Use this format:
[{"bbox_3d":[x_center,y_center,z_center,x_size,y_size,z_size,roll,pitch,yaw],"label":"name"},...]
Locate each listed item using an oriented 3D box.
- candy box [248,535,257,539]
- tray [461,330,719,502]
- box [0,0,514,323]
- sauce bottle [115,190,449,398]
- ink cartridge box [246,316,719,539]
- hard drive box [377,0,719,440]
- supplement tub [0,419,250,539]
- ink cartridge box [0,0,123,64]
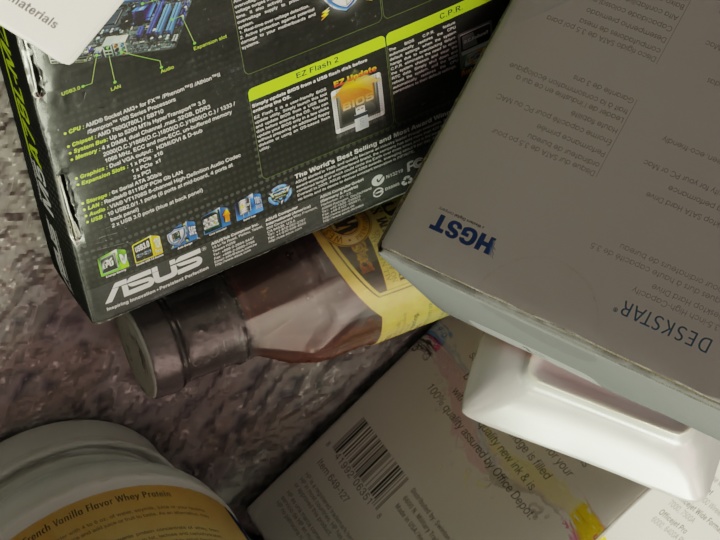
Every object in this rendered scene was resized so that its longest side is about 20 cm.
[{"bbox_3d":[-0.054,0.243,0.991,0.169,0.200,0.077,-49,136,12],"label":"candy box"},{"bbox_3d":[0.122,-0.018,0.903,0.107,0.022,0.200,21,77,-3],"label":"tray"},{"bbox_3d":[-0.034,-0.094,0.830,0.200,0.048,0.193,-24,134,-15],"label":"box"},{"bbox_3d":[0.000,0.000,0.918,0.200,0.066,0.066,-22,135,-20],"label":"sauce bottle"},{"bbox_3d":[0.087,0.110,1.011,0.200,0.147,0.145,-44,137,7],"label":"ink cartridge box"},{"bbox_3d":[0.125,-0.054,0.839,0.200,0.156,0.077,-61,152,-7],"label":"hard drive box"},{"bbox_3d":[-0.090,0.167,0.900,0.144,0.200,0.145,-19,133,-21],"label":"supplement tub"},{"bbox_3d":[-0.073,-0.184,0.651,0.200,0.146,0.084,-49,135,11],"label":"ink cartridge box"}]
